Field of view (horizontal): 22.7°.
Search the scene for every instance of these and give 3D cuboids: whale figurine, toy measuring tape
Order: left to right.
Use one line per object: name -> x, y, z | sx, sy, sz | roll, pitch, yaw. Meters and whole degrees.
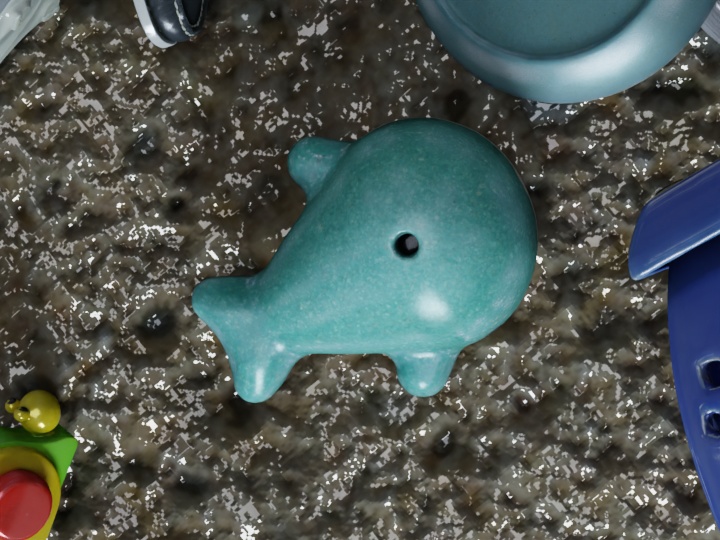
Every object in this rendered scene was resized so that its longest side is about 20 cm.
toy measuring tape -> -0.224, 0.161, 1.042 | 0.073, 0.074, 0.201 | 22, 95, 6
whale figurine -> 0.000, 0.000, 0.981 | 0.199, 0.104, 0.160 | -27, 90, 10

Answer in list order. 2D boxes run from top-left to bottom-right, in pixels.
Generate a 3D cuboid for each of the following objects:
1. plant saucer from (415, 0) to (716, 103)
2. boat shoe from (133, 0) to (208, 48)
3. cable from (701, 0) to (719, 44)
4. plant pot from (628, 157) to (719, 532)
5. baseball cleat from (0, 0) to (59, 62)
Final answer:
plant saucer -> 0.103, -0.190, 0.954 | 0.199, 0.027, 0.202 | 4, 98, 30
boat shoe -> -0.095, -0.226, 0.994 | 0.060, 0.076, 0.202 | -1, 95, 14
cable -> 0.253, -0.200, 0.945 | 0.199, 0.069, 0.201 | 30, 98, 5
plant pot -> 0.255, 0.007, 0.881 | 0.199, 0.200, 0.181 | -30, 83, 30
baseball cleat -> -0.236, -0.152, 1.023 | 0.106, 0.070, 0.200 | 39, 98, 4
